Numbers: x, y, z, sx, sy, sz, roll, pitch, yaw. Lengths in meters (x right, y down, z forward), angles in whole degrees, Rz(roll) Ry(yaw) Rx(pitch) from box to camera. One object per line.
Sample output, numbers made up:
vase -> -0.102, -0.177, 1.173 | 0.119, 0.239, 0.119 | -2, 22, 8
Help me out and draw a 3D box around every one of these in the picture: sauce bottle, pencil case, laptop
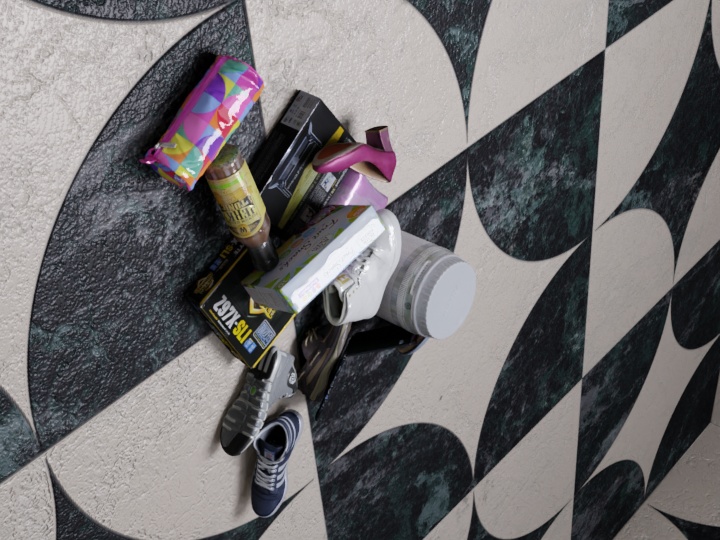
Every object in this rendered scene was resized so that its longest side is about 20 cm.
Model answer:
sauce bottle -> -0.170, -0.087, 1.537 | 0.065, 0.064, 0.202 | -43, 129, -26
pencil case -> -0.217, -0.205, 1.450 | 0.201, 0.088, 0.088 | -56, 145, -12
laptop -> 0.010, 0.180, 1.896 | 0.177, 0.102, 0.202 | -56, 171, -79

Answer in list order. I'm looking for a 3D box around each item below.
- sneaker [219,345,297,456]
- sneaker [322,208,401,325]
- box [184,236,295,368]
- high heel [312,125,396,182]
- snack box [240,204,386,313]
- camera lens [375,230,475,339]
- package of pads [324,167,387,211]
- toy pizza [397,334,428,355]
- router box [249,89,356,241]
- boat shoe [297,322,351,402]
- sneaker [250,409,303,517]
sneaker -> -0.162, 0.232, 1.812 | 0.115, 0.074, 0.202 | 22, 93, -57
sneaker -> 0.000, 0.000, 1.738 | 0.115, 0.073, 0.203 | -16, 125, -53
box -> -0.179, 0.042, 1.687 | 0.160, 0.049, 0.201 | -50, 143, -16
high heel -> -0.004, -0.161, 1.662 | 0.199, 0.067, 0.098 | -29, 117, -45
snack box -> -0.073, -0.022, 1.606 | 0.200, 0.142, 0.053 | -44, 115, -21
camera lens -> 0.087, 0.020, 1.879 | 0.159, 0.199, 0.162 | -27, 128, -40
package of pads -> -0.043, -0.073, 1.764 | 0.202, 0.075, 0.120 | -59, 142, -6
toy pizza -> 0.121, 0.071, 2.011 | 0.031, 0.200, 0.202 | 31, 86, -14
router box -> -0.097, -0.158, 1.658 | 0.201, 0.052, 0.157 | -58, 145, -8
boat shoe -> -0.071, 0.139, 1.855 | 0.075, 0.072, 0.202 | -65, 177, -71
sneaker -> -0.162, 0.349, 1.860 | 0.108, 0.069, 0.203 | 2, 106, -80
